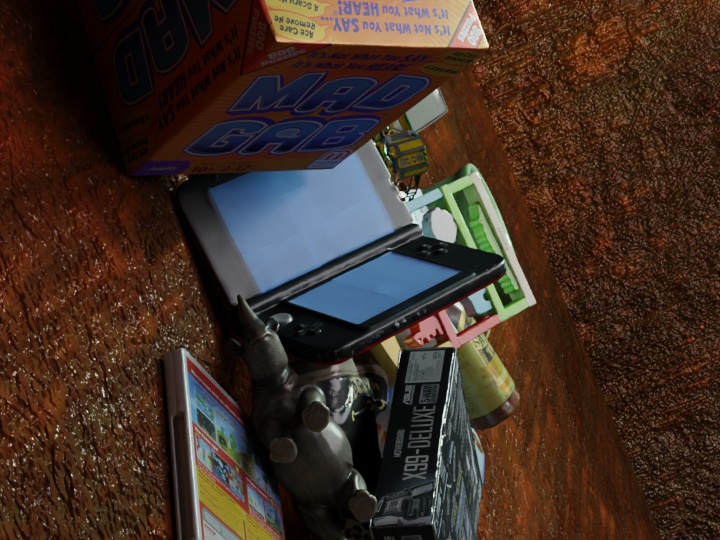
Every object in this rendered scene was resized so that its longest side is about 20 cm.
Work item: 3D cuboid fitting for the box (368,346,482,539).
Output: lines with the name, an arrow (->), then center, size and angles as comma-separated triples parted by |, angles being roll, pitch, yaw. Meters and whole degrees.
box -> 0.056, 0.183, 1.194 | 0.201, 0.049, 0.159 | -78, 160, -52

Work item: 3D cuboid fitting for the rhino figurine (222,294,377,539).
rhino figurine -> -0.048, 0.108, 1.088 | 0.201, 0.059, 0.087 | 65, -5, -12

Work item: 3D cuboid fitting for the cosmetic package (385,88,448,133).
cosmetic package -> -0.002, -0.194, 1.576 | 0.200, 0.073, 0.104 | 15, -45, 61

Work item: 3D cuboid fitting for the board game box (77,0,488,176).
board game box -> -0.068, -0.204, 1.110 | 0.199, 0.200, 0.202 | -5, 71, -41

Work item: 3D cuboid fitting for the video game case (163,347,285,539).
video game case -> -0.085, 0.169, 1.019 | 0.143, 0.017, 0.201 | 53, 20, -48

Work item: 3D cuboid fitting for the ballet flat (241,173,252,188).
ballet flat -> -0.112, -0.123, 1.286 | 0.071, 0.068, 0.202 | 81, 0, -60

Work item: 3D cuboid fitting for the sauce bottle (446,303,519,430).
sauce bottle -> 0.084, 0.063, 1.482 | 0.201, 0.066, 0.066 | 57, 17, -20

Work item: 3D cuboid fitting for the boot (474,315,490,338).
boot -> 0.074, 0.032, 1.623 | 0.200, 0.072, 0.155 | 39, -4, 26

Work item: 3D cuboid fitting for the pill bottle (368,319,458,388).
pill bottle -> 0.000, 0.000, 1.343 | 0.201, 0.110, 0.111 | 55, 16, -8

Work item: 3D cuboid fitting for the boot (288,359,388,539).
boot -> -0.006, 0.151, 1.245 | 0.200, 0.073, 0.152 | 50, 26, -76

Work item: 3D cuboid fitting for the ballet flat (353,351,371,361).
ballet flat -> -0.010, 0.027, 1.474 | 0.063, 0.067, 0.201 | 32, 27, -20

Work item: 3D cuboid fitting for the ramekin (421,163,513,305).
ramekin -> 0.141, -0.034, 2.052 | 0.200, 0.097, 0.202 | -22, 90, -77

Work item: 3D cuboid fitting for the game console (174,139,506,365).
game console -> -0.013, -0.029, 1.183 | 0.199, 0.172, 0.120 | -26, 117, -35

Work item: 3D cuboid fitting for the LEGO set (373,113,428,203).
LEGO set -> -0.019, -0.099, 1.436 | 0.200, 0.115, 0.155 | 111, -40, -70

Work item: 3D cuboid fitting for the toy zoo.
toy zoo -> 0.053, 0.008, 1.295 | 0.199, 0.020, 0.132 | -27, 92, -36

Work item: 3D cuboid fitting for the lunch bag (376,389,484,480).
lunch bag -> 0.060, 0.164, 1.486 | 0.161, 0.075, 0.200 | 63, 13, -15

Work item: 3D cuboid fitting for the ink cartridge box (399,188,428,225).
ink cartridge box -> 0.080, -0.020, 1.818 | 0.200, 0.057, 0.164 | 101, -30, -83
